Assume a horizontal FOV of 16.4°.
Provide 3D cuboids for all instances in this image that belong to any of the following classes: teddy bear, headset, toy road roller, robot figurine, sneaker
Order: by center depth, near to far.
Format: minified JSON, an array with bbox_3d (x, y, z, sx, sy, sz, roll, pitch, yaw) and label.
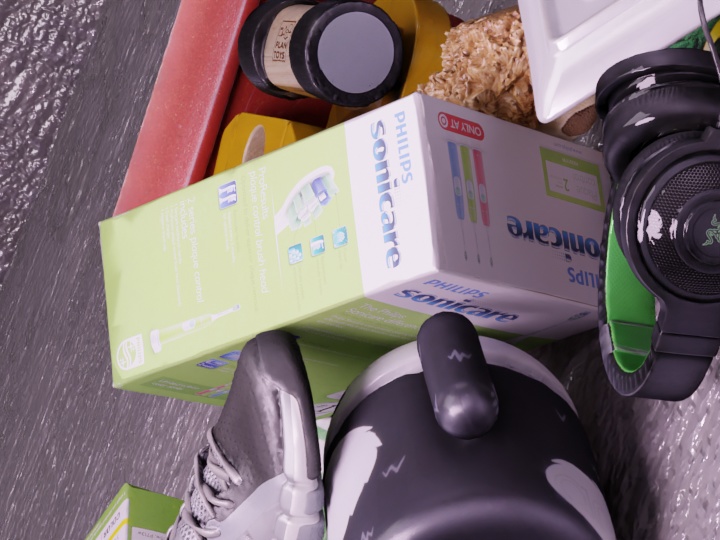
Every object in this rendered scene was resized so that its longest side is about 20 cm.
[{"bbox_3d":[0.142,-0.039,0.969,0.124,0.094,0.201,-94,12,-50],"label":"headset"},{"bbox_3d":[0.044,0.113,1.070,0.150,0.125,0.200,-50,23,22],"label":"robot figurine"},{"bbox_3d":[-0.077,0.122,1.100,0.075,0.115,0.201,-108,17,-63],"label":"sneaker"},{"bbox_3d":[0.087,-0.098,1.198,0.200,0.145,0.067,-171,59,-78],"label":"teddy bear"},{"bbox_3d":[0.003,-0.054,1.360,0.123,0.145,0.201,17,92,68],"label":"toy road roller"}]

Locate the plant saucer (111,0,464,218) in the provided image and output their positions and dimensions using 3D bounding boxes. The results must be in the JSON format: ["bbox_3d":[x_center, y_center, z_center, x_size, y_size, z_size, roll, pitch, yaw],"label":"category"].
[{"bbox_3d":[-0.030,-0.079,1.447,0.037,0.199,0.201,14,86,54],"label":"plant saucer"}]

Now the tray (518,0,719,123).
[{"bbox_3d":[0.146,-0.146,1.028,0.200,0.022,0.108,-32,31,20],"label":"tray"}]

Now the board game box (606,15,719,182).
[{"bbox_3d":[0.157,-0.057,1.067,0.200,0.023,0.105,-117,49,-69],"label":"board game box"}]

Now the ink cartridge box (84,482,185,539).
[{"bbox_3d":[-0.115,0.232,1.240,0.148,0.076,0.200,-54,26,38],"label":"ink cartridge box"}]

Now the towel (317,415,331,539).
[{"bbox_3d":[-0.035,0.170,1.226,0.152,0.023,0.201,7,78,69],"label":"towel"}]

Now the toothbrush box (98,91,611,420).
[{"bbox_3d":[0.000,0.000,1.151,0.200,0.145,0.086,-19,69,38],"label":"toothbrush box"}]
